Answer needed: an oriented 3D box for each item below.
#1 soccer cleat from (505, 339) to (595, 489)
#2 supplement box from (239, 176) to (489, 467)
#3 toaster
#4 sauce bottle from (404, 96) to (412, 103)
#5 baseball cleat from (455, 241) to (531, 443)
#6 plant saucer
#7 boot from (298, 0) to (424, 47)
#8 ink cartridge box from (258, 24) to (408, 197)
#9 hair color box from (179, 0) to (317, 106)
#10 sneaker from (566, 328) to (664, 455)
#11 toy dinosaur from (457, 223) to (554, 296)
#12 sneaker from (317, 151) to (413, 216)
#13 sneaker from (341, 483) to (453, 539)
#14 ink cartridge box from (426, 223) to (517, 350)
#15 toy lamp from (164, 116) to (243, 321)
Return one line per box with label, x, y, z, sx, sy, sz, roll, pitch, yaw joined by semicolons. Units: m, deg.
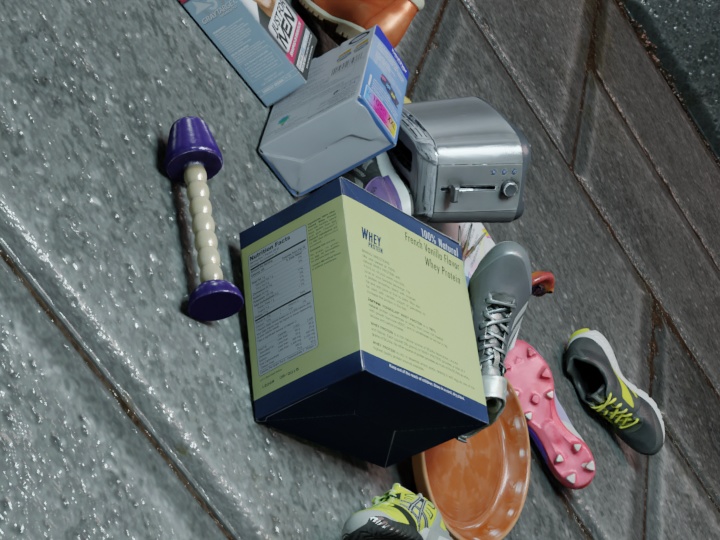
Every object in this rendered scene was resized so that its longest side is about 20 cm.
soccer cleat;0.227;0.181;2.007;0.201;0.066;0.077;60;-8;8
supplement box;0.002;0.054;1.548;0.199;0.133;0.202;26;47;-46
toaster;0.097;-0.127;1.805;0.200;0.128;0.115;-126;-144;-56
sauce bottle;0.037;-0.188;1.994;0.200;0.066;0.067;36;35;-47
baseball cleat;0.133;0.076;1.608;0.069;0.202;0.107;9;20;-17
plant saucer;0.114;0.193;1.721;0.199;0.032;0.203;15;71;-49
boot;0.000;-0.318;1.936;0.075;0.108;0.200;40;-1;-41
ink cartridge box;-0.024;-0.185;1.778;0.077;0.136;0.201;52;26;-26
hair color box;-0.133;-0.289;1.763;0.200;0.060;0.099;49;27;-25
sneaker;0.341;0.179;2.225;0.201;0.074;0.085;52;30;-1
toy dinosaur;0.126;0.059;1.759;0.105;0.180;0.202;51;32;-46
sneaker;-0.013;-0.106;1.795;0.087;0.076;0.200;-5;34;-19
sneaker;0.026;0.243;1.524;0.077;0.075;0.200;64;12;23
ink cartridge box;0.106;-0.001;1.909;0.201;0.083;0.145;55;25;-14
toy lamp;-0.146;-0.053;1.495;0.058;0.058;0.202;29;40;-51
